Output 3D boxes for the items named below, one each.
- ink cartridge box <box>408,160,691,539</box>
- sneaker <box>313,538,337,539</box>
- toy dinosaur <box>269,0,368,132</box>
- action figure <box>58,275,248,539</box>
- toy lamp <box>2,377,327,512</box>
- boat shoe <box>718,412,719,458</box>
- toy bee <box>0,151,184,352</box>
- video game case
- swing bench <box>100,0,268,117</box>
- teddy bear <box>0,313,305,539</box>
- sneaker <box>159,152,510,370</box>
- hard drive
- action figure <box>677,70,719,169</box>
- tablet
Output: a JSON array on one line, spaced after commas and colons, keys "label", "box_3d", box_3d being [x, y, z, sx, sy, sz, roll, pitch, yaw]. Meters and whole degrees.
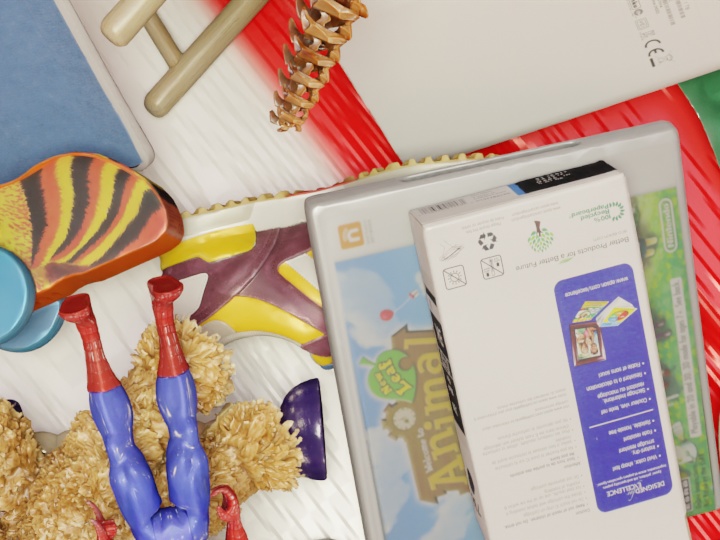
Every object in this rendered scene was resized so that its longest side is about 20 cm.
[{"label": "ink cartridge box", "box_3d": [0.092, 0.057, 0.837, 0.099, 0.039, 0.201, -14, 105, -7]}, {"label": "sneaker", "box_3d": [-0.084, 0.195, 0.858, 0.200, 0.085, 0.073, -36, 88, -3]}, {"label": "toy dinosaur", "box_3d": [-0.029, -0.163, 0.693, 0.135, 0.102, 0.201, 2, 63, -17]}, {"label": "action figure", "box_3d": [-0.085, 0.107, 0.782, 0.065, 0.052, 0.201, -14, 104, -10]}, {"label": "toy lamp", "box_3d": [-0.117, 0.087, 0.881, 0.199, 0.058, 0.059, -6, 85, 0]}, {"label": "boat shoe", "box_3d": [0.232, 0.124, 0.882, 0.073, 0.063, 0.202, -24, 70, 28]}, {"label": "toy bee", "box_3d": [-0.191, -0.008, 0.842, 0.199, 0.131, 0.109, -31, 81, -17]}, {"label": "video game case", "box_3d": [0.078, 0.043, 0.862, 0.181, 0.022, 0.201, -12, 107, -7]}, {"label": "swing bench", "box_3d": [-0.052, -0.188, 0.836, 0.199, 0.199, 0.130, -31, 86, -4]}, {"label": "teddy bear", "box_3d": [-0.120, 0.112, 0.826, 0.199, 0.067, 0.146, -24, 107, 3]}, {"label": "sneaker", "box_3d": [0.000, 0.000, 0.886, 0.199, 0.075, 0.091, -12, 85, 7]}, {"label": "hard drive", "box_3d": [0.092, -0.120, 0.845, 0.199, 0.132, 0.027, -18, 54, 14]}, {"label": "action figure", "box_3d": [0.242, -0.033, 0.901, 0.118, 0.055, 0.201, -19, 89, -5]}, {"label": "tablet", "box_3d": [-0.190, -0.120, 0.838, 0.129, 0.014, 0.201, -7, 126, 28]}]
